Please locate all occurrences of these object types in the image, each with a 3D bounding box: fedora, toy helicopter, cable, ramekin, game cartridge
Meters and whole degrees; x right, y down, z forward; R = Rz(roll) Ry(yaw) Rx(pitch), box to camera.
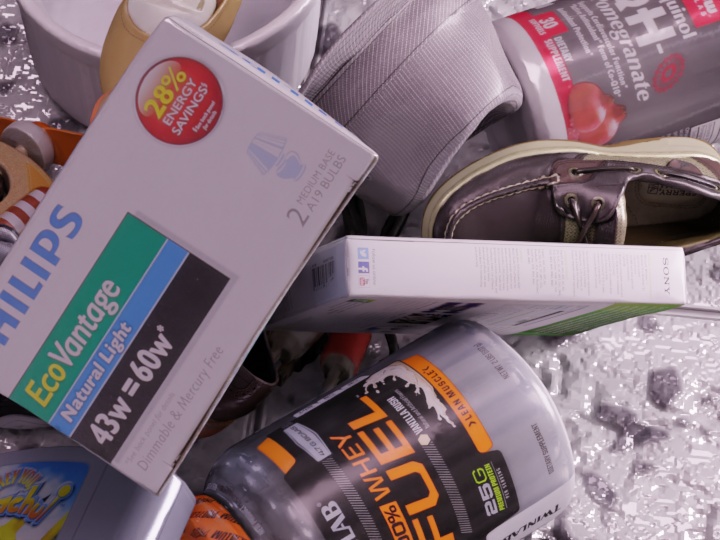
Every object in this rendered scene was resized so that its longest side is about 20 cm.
[{"bbox_3d":[0.031,-0.097,1.634,0.090,0.200,0.177,45,63,3],"label":"fedora"},{"bbox_3d":[-0.182,-0.037,1.690,0.199,0.079,0.133,14,44,-3],"label":"toy helicopter"},{"bbox_3d":[0.000,0.000,1.662,0.097,0.050,0.200,22,55,11],"label":"cable"},{"bbox_3d":[-0.116,-0.170,1.762,0.199,0.098,0.201,0,52,0],"label":"ramekin"},{"bbox_3d":[-0.184,0.152,1.491,0.199,0.041,0.134,-8,41,35],"label":"game cartridge"}]

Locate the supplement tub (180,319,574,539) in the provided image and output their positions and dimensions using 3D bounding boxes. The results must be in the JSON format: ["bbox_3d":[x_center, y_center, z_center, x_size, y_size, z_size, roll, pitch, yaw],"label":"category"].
[{"bbox_3d":[0.004,0.121,1.523,0.200,0.123,0.123,-30,58,-21],"label":"supplement tub"}]

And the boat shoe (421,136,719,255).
[{"bbox_3d":[0.133,-0.034,1.640,0.199,0.074,0.065,-12,31,-22],"label":"boat shoe"}]

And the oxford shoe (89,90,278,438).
[{"bbox_3d":[-0.092,-0.014,1.581,0.071,0.073,0.201,-9,75,-49],"label":"oxford shoe"}]

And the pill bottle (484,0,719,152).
[{"bbox_3d":[0.176,-0.122,1.719,0.199,0.111,0.111,-18,55,-14],"label":"pill bottle"}]

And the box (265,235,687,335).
[{"bbox_3d":[0.057,0.010,1.567,0.199,0.144,0.037,3,81,-22],"label":"box"}]

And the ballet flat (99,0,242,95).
[{"bbox_3d":[-0.095,-0.177,1.667,0.068,0.063,0.200,20,56,15],"label":"ballet flat"}]

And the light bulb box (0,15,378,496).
[{"bbox_3d":[-0.095,-0.013,1.431,0.125,0.200,0.199,33,93,-4],"label":"light bulb box"}]

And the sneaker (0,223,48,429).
[{"bbox_3d":[-0.165,0.031,1.593,0.199,0.114,0.076,-5,54,-10],"label":"sneaker"}]
